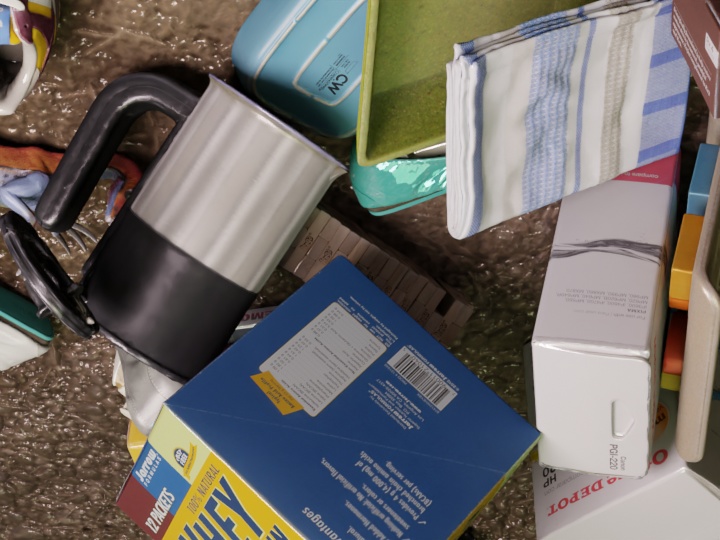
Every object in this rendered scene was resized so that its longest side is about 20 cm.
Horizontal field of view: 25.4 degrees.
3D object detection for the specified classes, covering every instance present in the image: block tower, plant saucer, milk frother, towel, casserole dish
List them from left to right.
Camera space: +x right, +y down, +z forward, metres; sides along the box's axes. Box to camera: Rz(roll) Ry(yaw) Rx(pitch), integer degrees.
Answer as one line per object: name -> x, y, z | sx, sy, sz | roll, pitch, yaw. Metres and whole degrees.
milk frother -> -0.127, -0.038, 1.061 | 0.180, 0.200, 0.189 | 33, 92, -9
casserole dish -> -0.006, -0.159, 1.083 | 0.121, 0.039, 0.200 | 26, 132, -23
block tower -> 0.000, 0.000, 1.227 | 0.199, 0.054, 0.058 | 31, 99, -29
plant saucer -> 0.079, -0.179, 1.005 | 0.199, 0.048, 0.201 | -20, 142, -22
towel -> 0.141, -0.108, 1.056 | 0.199, 0.024, 0.148 | -20, 131, -24

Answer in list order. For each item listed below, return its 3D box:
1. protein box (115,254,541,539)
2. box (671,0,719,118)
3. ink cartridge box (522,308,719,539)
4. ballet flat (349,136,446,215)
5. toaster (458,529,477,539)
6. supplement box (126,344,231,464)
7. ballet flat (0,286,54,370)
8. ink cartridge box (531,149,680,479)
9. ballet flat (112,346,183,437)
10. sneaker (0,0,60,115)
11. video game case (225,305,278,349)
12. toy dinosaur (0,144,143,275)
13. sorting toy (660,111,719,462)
protein box -> -0.022, 0.138, 1.112 | 0.198, 0.200, 0.135 | 41, 139, 9
box -> 0.304, -0.163, 0.999 | 0.198, 0.101, 0.075 | -7, 132, -3
ink cartridge box -> 0.231, 0.138, 1.271 | 0.147, 0.201, 0.144 | -33, 127, 31
ballet flat -> 0.083, -0.095, 1.132 | 0.199, 0.068, 0.071 | -14, 120, 14
toaster -> 0.022, 0.299, 1.471 | 0.118, 0.201, 0.180 | -29, 137, 32
supplement box -> -0.078, 0.136, 1.318 | 0.198, 0.104, 0.131 | -4, 137, 7
ballet flat -> -0.328, 0.020, 1.257 | 0.069, 0.070, 0.200 | -24, 134, 25
ink cartridge box -> 0.180, 0.027, 1.150 | 0.084, 0.201, 0.146 | 4, 138, 13
ballet flat -> -0.166, 0.079, 1.232 | 0.067, 0.200, 0.064 | 33, 93, -18
sneaker -> -0.229, -0.193, 1.016 | 0.074, 0.091, 0.201 | 0, 137, 1
video game case -> -0.039, 0.101, 1.371 | 0.181, 0.023, 0.201 | -8, 136, 10
toy dinosaur -> -0.256, -0.063, 1.163 | 0.180, 0.105, 0.201 | -25, 123, 1
sorting toy -> 0.239, 0.005, 1.132 | 0.036, 0.201, 0.186 | 6, 138, 11
